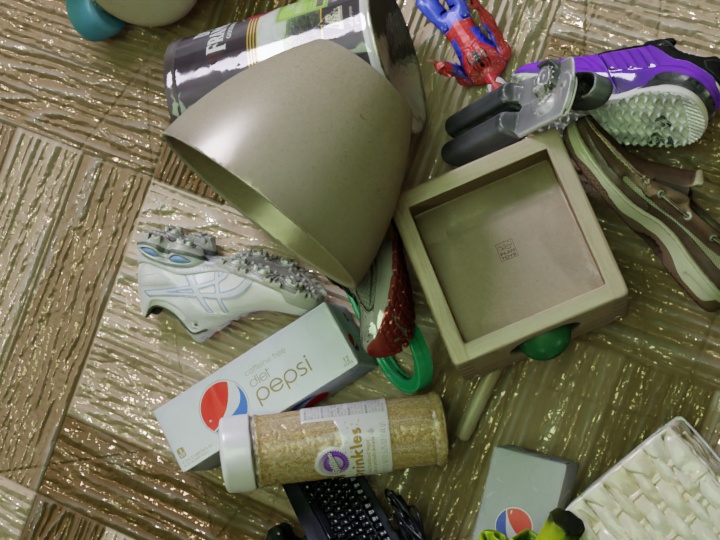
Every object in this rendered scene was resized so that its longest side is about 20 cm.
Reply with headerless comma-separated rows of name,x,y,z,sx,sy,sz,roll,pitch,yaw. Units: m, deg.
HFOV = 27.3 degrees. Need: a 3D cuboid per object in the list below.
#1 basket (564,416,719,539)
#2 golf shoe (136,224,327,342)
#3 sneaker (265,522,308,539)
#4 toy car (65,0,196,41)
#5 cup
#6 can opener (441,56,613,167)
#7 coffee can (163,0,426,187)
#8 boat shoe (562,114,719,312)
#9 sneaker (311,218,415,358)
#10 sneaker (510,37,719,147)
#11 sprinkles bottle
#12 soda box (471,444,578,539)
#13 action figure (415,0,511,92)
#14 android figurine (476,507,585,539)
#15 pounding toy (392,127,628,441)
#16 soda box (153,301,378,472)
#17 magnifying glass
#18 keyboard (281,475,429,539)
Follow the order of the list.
basket,0.269,0.232,1.205,0.136,0.123,0.200,-42,72,9
golf shoe,-0.124,0.025,1.398,0.200,0.078,0.097,16,103,27
sneaker,-0.004,0.255,1.326,0.200,0.066,0.091,-7,85,20
toy car,-0.219,-0.359,1.441,0.184,0.177,0.200,-16,51,30
cup,-0.040,-0.102,1.203,0.200,0.200,0.143,35,83,19
can opener,0.142,-0.130,1.277,0.067,0.200,0.053,15,74,-21
coffee can,-0.058,-0.168,1.347,0.200,0.146,0.147,-15,80,16
boat shoe,0.259,-0.063,1.253,0.075,0.075,0.202,-41,96,18
sneaker,0.000,0.000,1.298,0.082,0.078,0.200,-15,44,6
sneaker,0.231,-0.163,1.294,0.200,0.070,0.100,13,50,38
sprinkles bottle,-0.024,0.151,1.311,0.199,0.068,0.068,-7,81,-2
soda box,0.131,0.255,1.281,0.068,0.063,0.201,12,88,19
action figure,0.074,-0.239,1.339,0.065,0.099,0.200,-35,77,14
android figurine,0.151,0.293,1.187,0.182,0.041,0.200,34,119,26
pounding toy,0.126,0.018,1.286,0.184,0.142,0.200,-23,76,5
soda box,-0.088,0.110,1.372,0.200,0.064,0.068,-33,75,12
magnifying glass,0.005,0.027,1.354,0.022,0.080,0.200,-24,63,-26
keyboard,0.009,0.224,1.286,0.104,0.040,0.200,-12,42,-21
